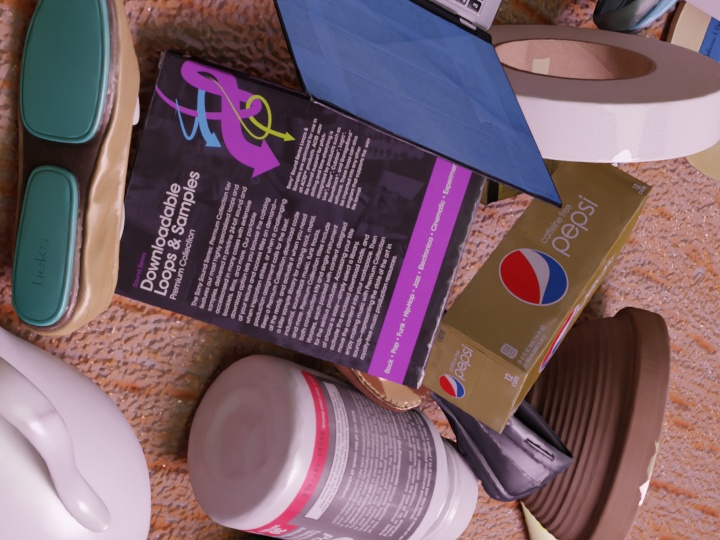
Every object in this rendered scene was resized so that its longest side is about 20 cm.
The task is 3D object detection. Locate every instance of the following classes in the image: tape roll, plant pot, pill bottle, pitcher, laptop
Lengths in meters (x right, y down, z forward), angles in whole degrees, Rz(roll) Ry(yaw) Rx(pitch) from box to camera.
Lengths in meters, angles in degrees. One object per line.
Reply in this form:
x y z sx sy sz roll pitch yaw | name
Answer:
0.130 -0.116 0.780 0.201 0.202 0.037 -14 119 -34 | tape roll
0.164 0.119 0.961 0.092 0.201 0.203 15 104 -1 | plant pot
-0.011 0.134 0.844 0.199 0.110 0.112 23 95 -42 | pill bottle
-0.179 0.097 0.649 0.121 0.171 0.201 -46 131 -23 | pitcher
0.047 -0.164 0.614 0.186 0.116 0.202 17 99 -43 | laptop

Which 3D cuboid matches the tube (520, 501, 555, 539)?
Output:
0.180 0.250 1.098 0.058 0.051 0.202 -64 146 -57 | tube

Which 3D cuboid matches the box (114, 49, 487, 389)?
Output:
-0.038 -0.030 0.721 0.198 0.036 0.145 18 102 -4 | box

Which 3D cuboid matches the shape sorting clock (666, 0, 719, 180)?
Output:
0.321 -0.173 1.015 0.198 0.039 0.202 -14 115 -31 | shape sorting clock

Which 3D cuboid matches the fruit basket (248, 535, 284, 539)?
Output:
0.005 0.256 0.853 0.184 0.199 0.095 13 101 -42 | fruit basket

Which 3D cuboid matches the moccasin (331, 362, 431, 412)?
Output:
0.001 -0.001 0.780 0.073 0.078 0.204 -24 108 -24 | moccasin

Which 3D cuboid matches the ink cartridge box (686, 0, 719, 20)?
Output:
0.320 -0.281 0.883 0.084 0.145 0.201 29 89 -1 | ink cartridge box

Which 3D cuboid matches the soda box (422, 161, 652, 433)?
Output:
0.118 0.007 0.812 0.200 0.064 0.068 -50 163 -38 | soda box

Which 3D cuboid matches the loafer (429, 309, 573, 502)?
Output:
0.078 0.069 0.872 0.070 0.068 0.202 -30 101 18 | loafer

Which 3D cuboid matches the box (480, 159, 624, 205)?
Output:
0.152 -0.109 0.903 0.198 0.050 0.076 -18 121 -31 | box

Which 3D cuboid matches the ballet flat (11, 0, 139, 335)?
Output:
-0.152 -0.066 0.675 0.063 0.068 0.202 -13 118 -64 | ballet flat

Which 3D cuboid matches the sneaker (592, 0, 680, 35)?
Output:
0.197 -0.264 0.865 0.095 0.079 0.202 22 92 -25 | sneaker
